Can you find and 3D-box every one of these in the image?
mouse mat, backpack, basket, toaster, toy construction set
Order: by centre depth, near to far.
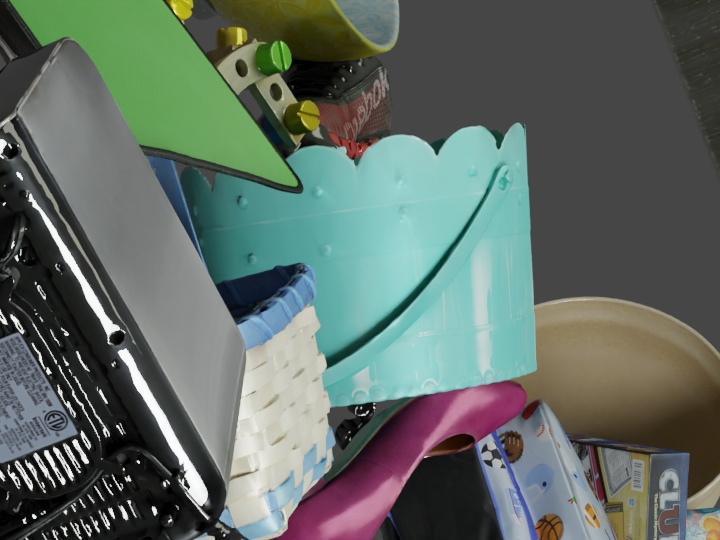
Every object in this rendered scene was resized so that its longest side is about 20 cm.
[{"bbox_3d":[-0.146,0.034,0.913,0.201,0.180,0.119,62,17,-23],"label":"toaster"},{"bbox_3d":[-0.093,0.026,1.152,0.176,0.138,0.201,-35,112,-75],"label":"basket"},{"bbox_3d":[-0.113,-0.106,1.211,0.161,0.008,0.200,53,16,21],"label":"mouse mat"},{"bbox_3d":[-0.108,-0.147,1.387,0.131,0.092,0.201,-24,86,-49],"label":"toy construction set"},{"bbox_3d":[0.083,0.181,1.529,0.191,0.153,0.201,72,4,-55],"label":"backpack"}]

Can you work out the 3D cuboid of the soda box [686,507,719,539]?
[{"bbox_3d":[0.172,0.223,1.686,0.063,0.200,0.069,-1,64,-27],"label":"soda box"}]

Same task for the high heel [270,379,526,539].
[{"bbox_3d":[0.023,0.122,1.415,0.199,0.067,0.097,-16,76,-30],"label":"high heel"}]

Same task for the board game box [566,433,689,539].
[{"bbox_3d":[0.147,0.208,1.613,0.034,0.135,0.201,2,93,-35],"label":"board game box"}]

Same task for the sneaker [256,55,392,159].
[{"bbox_3d":[-0.026,-0.101,1.600,0.200,0.070,0.099,-7,95,-75],"label":"sneaker"}]

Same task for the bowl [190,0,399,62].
[{"bbox_3d":[-0.065,-0.210,1.562,0.200,0.107,0.201,-19,90,-73],"label":"bowl"}]

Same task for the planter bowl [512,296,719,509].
[{"bbox_3d":[0.163,0.137,1.788,0.135,0.199,0.201,91,-2,-46],"label":"planter bowl"}]

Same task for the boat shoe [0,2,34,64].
[{"bbox_3d":[-0.170,-0.127,1.257,0.200,0.057,0.067,56,24,-26],"label":"boat shoe"}]

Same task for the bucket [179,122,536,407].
[{"bbox_3d":[0.000,0.000,1.376,0.207,0.206,0.136,-8,90,-73],"label":"bucket"}]
